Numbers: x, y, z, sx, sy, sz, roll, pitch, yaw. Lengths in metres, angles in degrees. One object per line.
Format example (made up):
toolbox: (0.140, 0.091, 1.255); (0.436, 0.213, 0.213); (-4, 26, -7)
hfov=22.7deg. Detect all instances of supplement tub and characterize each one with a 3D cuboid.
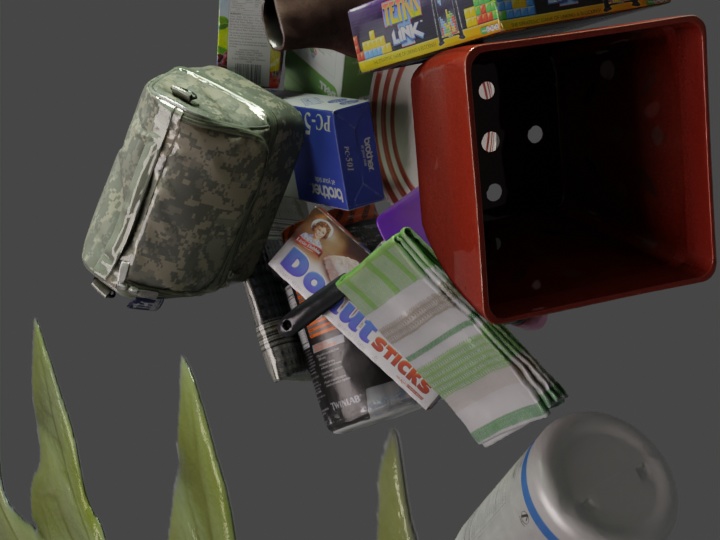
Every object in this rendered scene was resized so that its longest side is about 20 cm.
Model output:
supplement tub: (-0.002, 0.045, 1.709); (0.122, 0.122, 0.201); (-28, 77, 59)
supplement tub: (0.166, 0.219, 1.494); (0.132, 0.131, 0.200); (61, 146, 24)

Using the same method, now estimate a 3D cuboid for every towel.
towel: (0.071, 0.063, 1.532); (0.200, 0.031, 0.149); (46, 149, -3)
towel: (-0.074, 0.017, 1.780); (0.034, 0.200, 0.194); (-20, 83, 18)

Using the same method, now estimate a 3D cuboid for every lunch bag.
lunch bag: (-0.160, -0.075, 1.609); (0.139, 0.167, 0.201); (30, 109, 20)

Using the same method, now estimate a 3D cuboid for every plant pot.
plant pot: (0.137, -0.089, 1.375); (0.176, 0.199, 0.201); (-157, 59, -64)

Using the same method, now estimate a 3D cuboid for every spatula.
spatula: (0.000, 0.000, 1.601); (0.200, 0.021, 0.057); (-39, 74, 23)

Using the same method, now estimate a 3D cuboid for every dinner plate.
dinner plate: (0.069, -0.133, 1.601); (0.200, 0.024, 0.202); (7, 98, 58)

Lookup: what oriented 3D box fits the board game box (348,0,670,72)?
board game box: (0.111, -0.205, 1.383); (0.200, 0.164, 0.057); (-7, 95, 59)

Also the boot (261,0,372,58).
boot: (-0.012, -0.280, 1.541); (0.072, 0.165, 0.202); (-17, 76, 56)

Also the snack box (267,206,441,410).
snack box: (0.012, 0.034, 1.632); (0.200, 0.024, 0.072); (42, 98, 11)

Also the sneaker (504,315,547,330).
sneaker: (0.077, 0.005, 1.591); (0.200, 0.095, 0.080); (27, 127, 53)

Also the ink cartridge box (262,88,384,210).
ink cartridge box: (-0.053, -0.117, 1.694); (0.200, 0.044, 0.095); (16, 119, 56)

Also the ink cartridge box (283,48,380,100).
ink cartridge box: (-0.020, -0.217, 1.697); (0.104, 0.059, 0.201); (44, 139, 42)

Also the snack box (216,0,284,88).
snack box: (-0.100, -0.295, 1.717); (0.169, 0.067, 0.201); (-93, 5, -66)
